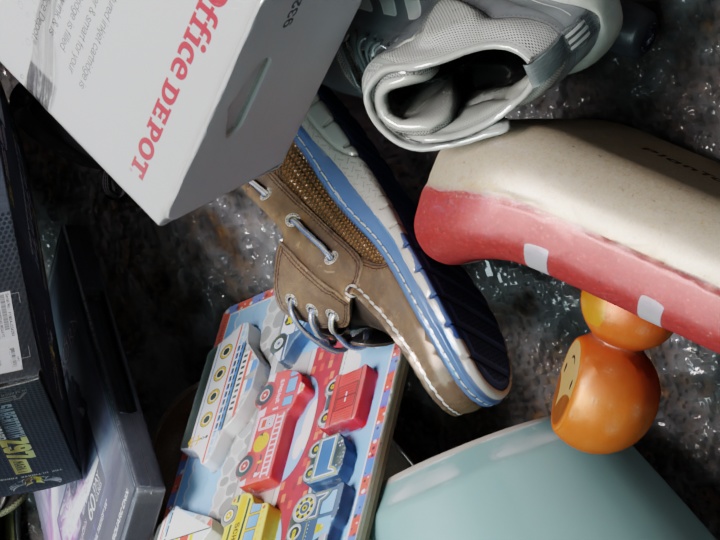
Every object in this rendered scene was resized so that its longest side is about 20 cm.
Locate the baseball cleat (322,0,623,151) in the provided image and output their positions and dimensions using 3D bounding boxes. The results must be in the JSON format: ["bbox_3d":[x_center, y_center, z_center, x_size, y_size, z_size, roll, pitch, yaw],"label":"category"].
[{"bbox_3d":[0.017,-0.095,0.935,0.199,0.106,0.070,-5,119,52],"label":"baseball cleat"}]

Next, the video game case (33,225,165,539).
[{"bbox_3d":[-0.146,0.094,1.147,0.200,0.019,0.143,-114,34,-45],"label":"video game case"}]

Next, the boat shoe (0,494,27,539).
[{"bbox_3d":[-0.221,0.119,1.264,0.066,0.072,0.202,22,129,18],"label":"boat shoe"}]

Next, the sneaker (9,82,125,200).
[{"bbox_3d":[-0.133,-0.126,1.070,0.113,0.075,0.201,-12,105,39],"label":"sneaker"}]

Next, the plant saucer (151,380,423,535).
[{"bbox_3d":[-0.025,0.138,1.155,0.199,0.034,0.201,15,120,28],"label":"plant saucer"}]

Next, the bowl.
[{"bbox_3d":[0.068,0.135,1.005,0.200,0.200,0.106,-32,73,41],"label":"bowl"}]

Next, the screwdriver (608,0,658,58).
[{"bbox_3d":[0.043,-0.135,0.977,0.199,0.028,0.029,22,95,27],"label":"screwdriver"}]

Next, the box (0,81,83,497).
[{"bbox_3d":[-0.185,-0.007,1.076,0.158,0.051,0.201,91,167,-67],"label":"box"}]

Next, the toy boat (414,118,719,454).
[{"bbox_3d":[0.112,0.015,0.922,0.199,0.130,0.131,25,105,24],"label":"toy boat"}]

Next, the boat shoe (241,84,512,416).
[{"bbox_3d":[0.000,0.000,0.999,0.072,0.072,0.200,-41,51,12],"label":"boat shoe"}]

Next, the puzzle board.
[{"bbox_3d":[-0.039,0.077,1.039,0.150,0.201,0.017,-22,131,40],"label":"puzzle board"}]

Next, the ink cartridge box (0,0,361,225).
[{"bbox_3d":[-0.100,-0.143,0.920,0.200,0.084,0.145,45,134,17],"label":"ink cartridge box"}]
